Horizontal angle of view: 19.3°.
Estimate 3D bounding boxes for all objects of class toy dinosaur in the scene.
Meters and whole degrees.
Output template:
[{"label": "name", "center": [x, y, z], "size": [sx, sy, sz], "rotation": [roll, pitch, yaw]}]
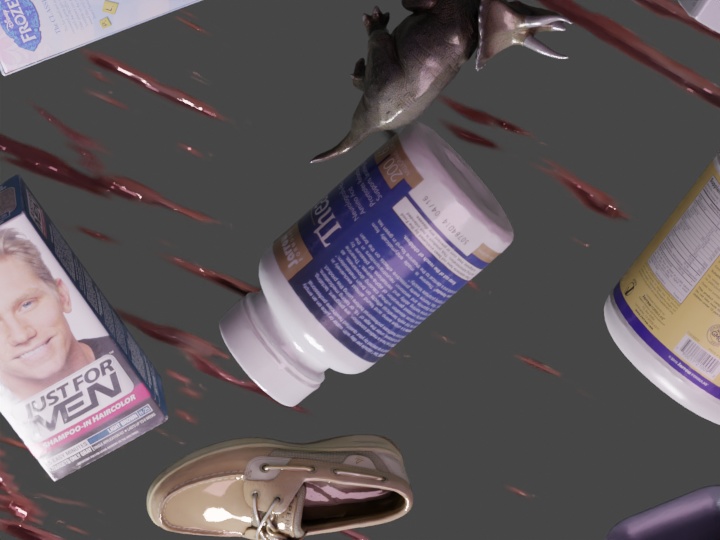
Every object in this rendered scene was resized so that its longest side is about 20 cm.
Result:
[{"label": "toy dinosaur", "center": [0.035, -0.140, 1.406], "size": [0.199, 0.102, 0.077], "rotation": [-35, 121, 8]}]

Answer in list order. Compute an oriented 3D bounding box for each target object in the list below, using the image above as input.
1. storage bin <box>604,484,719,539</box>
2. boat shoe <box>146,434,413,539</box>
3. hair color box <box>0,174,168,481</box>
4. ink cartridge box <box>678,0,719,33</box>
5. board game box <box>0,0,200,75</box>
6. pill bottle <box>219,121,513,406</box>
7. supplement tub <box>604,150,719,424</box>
[{"label": "storage bin", "center": [0.277, 0.299, 1.674], "size": [0.145, 0.201, 0.135], "rotation": [-22, 132, 1]}, {"label": "boat shoe", "center": [-0.060, 0.170, 1.589], "size": [0.198, 0.065, 0.073], "rotation": [-5, 121, -10]}, {"label": "hair color box", "center": [-0.226, 0.043, 1.480], "size": [0.100, 0.061, 0.201], "rotation": [-29, 121, 5]}, {"label": "ink cartridge box", "center": [0.353, -0.222, 1.464], "size": [0.199, 0.041, 0.200], "rotation": [24, 111, -22]}, {"label": "board game box", "center": [-0.172, -0.247, 1.330], "size": [0.198, 0.041, 0.201], "rotation": [-20, 122, 1]}, {"label": "pill bottle", "center": [0.000, 0.000, 1.476], "size": [0.200, 0.111, 0.111], "rotation": [-41, 120, 12]}, {"label": "supplement tub", "center": [0.284, -0.004, 1.517], "size": [0.145, 0.146, 0.200], "rotation": [27, 111, -25]}]
